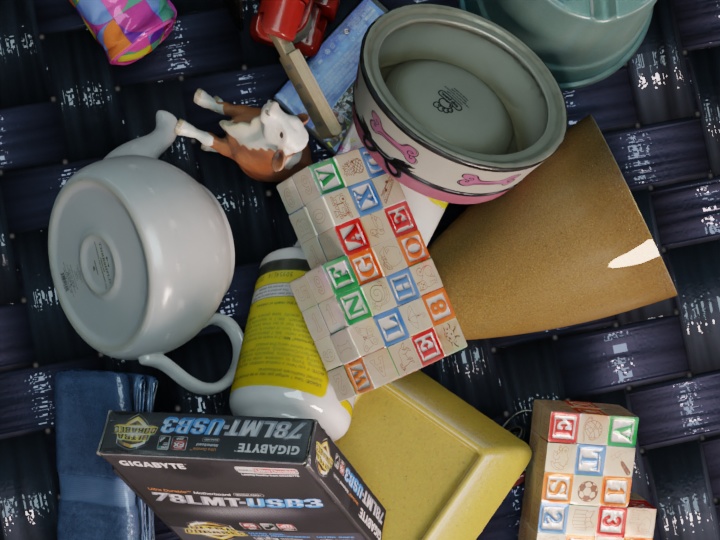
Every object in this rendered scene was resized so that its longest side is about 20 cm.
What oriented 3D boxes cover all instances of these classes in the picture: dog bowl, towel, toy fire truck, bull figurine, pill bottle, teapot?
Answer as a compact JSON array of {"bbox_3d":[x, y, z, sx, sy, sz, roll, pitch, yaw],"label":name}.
[{"bbox_3d":[0.081,-0.144,1.584,0.199,0.074,0.201,15,47,-16],"label":"dog bowl"},{"bbox_3d":[-0.235,0.189,1.630,0.048,0.111,0.201,-6,95,-50],"label":"towel"},{"bbox_3d":[-0.055,-0.227,1.639,0.128,0.176,0.201,15,84,1],"label":"toy fire truck"},{"bbox_3d":[-0.097,-0.121,1.623,0.121,0.200,0.065,23,85,8],"label":"bull figurine"},{"bbox_3d":[-0.057,0.090,1.622,0.114,0.114,0.201,14,66,-4],"label":"pill bottle"},{"bbox_3d":[-0.182,-0.014,1.630,0.146,0.197,0.201,-12,128,-42],"label":"teapot"}]

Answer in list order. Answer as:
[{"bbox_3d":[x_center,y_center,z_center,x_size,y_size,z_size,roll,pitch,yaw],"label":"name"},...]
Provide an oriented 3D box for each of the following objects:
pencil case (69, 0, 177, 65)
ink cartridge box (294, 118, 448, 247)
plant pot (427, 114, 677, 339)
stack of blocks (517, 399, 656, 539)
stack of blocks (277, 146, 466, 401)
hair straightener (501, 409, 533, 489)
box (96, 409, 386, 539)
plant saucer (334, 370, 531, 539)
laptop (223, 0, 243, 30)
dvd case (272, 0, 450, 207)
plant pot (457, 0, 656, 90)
[{"bbox_3d":[-0.251,-0.294,1.678,0.088,0.088,0.201,-32,91,-7],"label":"pencil case"},{"bbox_3d":[0.026,-0.079,1.674,0.117,0.067,0.201,26,84,-3],"label":"ink cartridge box"},{"bbox_3d":[0.168,-0.018,1.661,0.199,0.186,0.187,-27,88,8],"label":"plant pot"},{"bbox_3d":[0.214,0.228,1.666,0.115,0.059,0.201,4,96,-11],"label":"stack of blocks"},{"bbox_3d":[0.000,0.000,1.572,0.115,0.059,0.201,-21,87,-37],"label":"stack of blocks"},{"bbox_3d":[0.113,0.184,1.691,0.199,0.041,0.077,-25,88,-1],"label":"hair straightener"},{"bbox_3d":[-0.100,0.187,1.550,0.199,0.199,0.050,0,61,20],"label":"box"},{"bbox_3d":[0.026,0.191,1.653,0.200,0.048,0.200,34,83,15],"label":"plant saucer"},{"bbox_3d":[-0.104,-0.353,1.640,0.115,0.187,0.201,-24,87,-4],"label":"laptop"},{"bbox_3d":[0.034,-0.153,1.725,0.200,0.018,0.143,43,83,0],"label":"dvd case"},{"bbox_3d":[0.201,-0.286,1.662,0.199,0.196,0.201,0,85,-4],"label":"plant pot"}]
